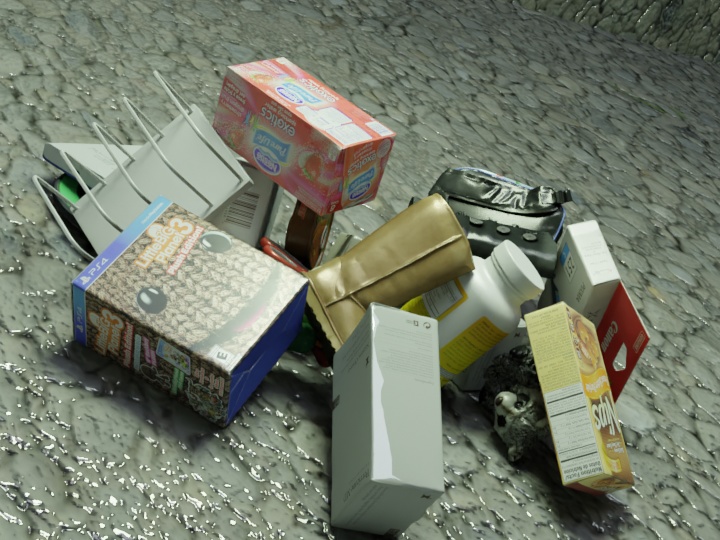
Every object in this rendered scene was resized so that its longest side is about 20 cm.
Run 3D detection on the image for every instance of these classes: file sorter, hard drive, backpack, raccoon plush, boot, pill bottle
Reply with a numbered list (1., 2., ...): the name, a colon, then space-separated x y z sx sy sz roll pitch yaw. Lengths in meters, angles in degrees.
1. file sorter: -0.257 -0.106 1.455 0.139 0.200 0.125 52 3 28
2. hard drive: -0.300 -0.133 1.665 0.131 0.026 0.199 30 20 32
3. backpack: 0.174 -0.049 1.779 0.190 0.201 0.154 30 -16 8
4. raccoon plush: 0.233 0.170 1.513 0.198 0.097 0.134 10 35 -26
5. boot: 0.043 0.032 1.408 0.199 0.176 0.066 -27 -1 -13
6. boot: 0.154 -0.022 1.612 0.198 0.066 0.165 18 33 -6
7. pill bottle: 0.118 0.054 1.487 0.104 0.200 0.104 44 19 -19

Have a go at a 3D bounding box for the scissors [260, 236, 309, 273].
1. scissors: -0.037 0.026 1.470 0.199 0.014 0.073 37 5 -4

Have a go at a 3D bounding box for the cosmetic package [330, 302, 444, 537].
1. cosmetic package: 0.025 0.151 1.262 0.080 0.113 0.201 15 50 -17

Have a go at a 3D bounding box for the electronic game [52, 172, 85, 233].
1. electronic game: -0.297 -0.080 1.625 0.198 0.042 0.200 18 25 -9

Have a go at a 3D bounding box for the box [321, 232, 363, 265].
1. box: 0.000 0.000 1.582 0.082 0.069 0.200 29 0 -7

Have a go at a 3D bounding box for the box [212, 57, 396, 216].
1. box: -0.070 -0.161 1.491 0.200 0.095 0.102 37 34 27

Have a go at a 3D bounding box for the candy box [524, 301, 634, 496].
1. candy box: 0.249 0.148 1.438 0.115 0.055 0.202 28 46 -58

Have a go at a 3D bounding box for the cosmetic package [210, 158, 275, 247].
1. cosmetic package: -0.145 -0.087 1.607 0.073 0.103 0.200 17 4 -2

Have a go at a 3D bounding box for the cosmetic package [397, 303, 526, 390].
1. cosmetic package: 0.117 0.056 1.625 0.074 0.102 0.200 1 31 -36

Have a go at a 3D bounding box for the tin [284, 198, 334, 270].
1. tin: -0.062 -0.060 1.598 0.042 0.113 0.200 19 -11 5

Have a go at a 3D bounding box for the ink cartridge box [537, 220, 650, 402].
1. ink cartridge box: 0.294 0.064 1.621 0.044 0.201 0.177 -12 60 -12

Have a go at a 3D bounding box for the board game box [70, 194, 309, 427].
1. board game box: -0.181 0.040 1.347 0.199 0.097 0.160 28 50 13

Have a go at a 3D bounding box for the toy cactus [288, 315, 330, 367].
1. toy cactus: -0.111 0.066 1.457 0.199 0.103 0.165 30 45 12
